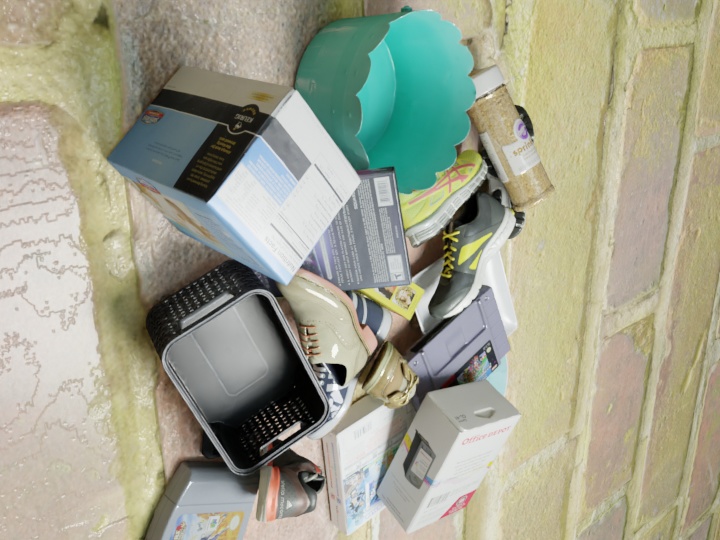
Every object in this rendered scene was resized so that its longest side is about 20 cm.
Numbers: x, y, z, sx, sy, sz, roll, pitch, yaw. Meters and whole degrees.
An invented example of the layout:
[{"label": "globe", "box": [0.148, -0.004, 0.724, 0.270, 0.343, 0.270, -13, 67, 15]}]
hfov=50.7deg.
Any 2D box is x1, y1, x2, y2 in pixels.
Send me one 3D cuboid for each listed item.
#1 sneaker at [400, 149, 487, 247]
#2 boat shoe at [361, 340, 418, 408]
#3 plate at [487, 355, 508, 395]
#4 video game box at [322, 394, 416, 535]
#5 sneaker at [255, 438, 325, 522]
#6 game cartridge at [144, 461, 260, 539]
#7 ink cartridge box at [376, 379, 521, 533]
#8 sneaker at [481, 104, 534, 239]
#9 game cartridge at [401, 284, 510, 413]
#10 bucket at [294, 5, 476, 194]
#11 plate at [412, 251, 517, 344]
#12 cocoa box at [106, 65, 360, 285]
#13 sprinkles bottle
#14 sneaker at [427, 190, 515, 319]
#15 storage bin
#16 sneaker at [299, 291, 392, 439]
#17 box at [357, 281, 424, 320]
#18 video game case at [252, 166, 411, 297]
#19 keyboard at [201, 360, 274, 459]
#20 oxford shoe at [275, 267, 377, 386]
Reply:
[{"label": "sneaker", "box": [0.107, -0.123, 1.051, 0.091, 0.078, 0.200, 47, 48, -6]}, {"label": "boat shoe", "box": [0.045, 0.147, 1.022, 0.075, 0.066, 0.200, -60, 171, -9]}, {"label": "plate", "box": [0.174, 0.193, 1.267, 0.197, 0.025, 0.205, -10, 105, -38]}, {"label": "video game box", "box": [0.033, 0.270, 1.153, 0.198, 0.046, 0.186, -25, 119, -37]}, {"label": "sneaker", "box": [-0.084, 0.261, 0.932, 0.080, 0.200, 0.079, 5, 94, -6]}, {"label": "game cartridge", "box": [-0.207, 0.339, 0.947, 0.132, 0.041, 0.204, 14, 95, -51]}, {"label": "ink cartridge box", "box": [0.128, 0.270, 1.118, 0.146, 0.086, 0.203, -3, 125, -44]}, {"label": "sneaker", "box": [0.229, -0.153, 1.184, 0.090, 0.076, 0.205, -15, 111, -73]}, {"label": "game cartridge", "box": [0.148, 0.131, 1.158, 0.199, 0.038, 0.131, -38, 117, -26]}, {"label": "bucket", "box": [0.028, -0.205, 0.906, 0.205, 0.134, 0.212, -19, 118, -39]}, {"label": "plate", "box": [0.157, 0.054, 1.191, 0.199, 0.032, 0.203, -34, 119, -30]}, {"label": "cocoa box", "box": [-0.126, -0.098, 0.743, 0.132, 0.198, 0.134, -54, 135, -13]}, {"label": "sprinkles bottle", "box": [0.208, -0.188, 1.087, 0.068, 0.068, 0.203, -34, 102, -30]}, {"label": "sneaker", "box": [0.144, -0.026, 1.103, 0.084, 0.074, 0.202, 37, 76, -25]}, {"label": "storage bin", "box": [-0.136, 0.109, 0.857, 0.134, 0.094, 0.202, -32, 122, -13]}, {"label": "sneaker", "box": [-0.046, 0.117, 1.001, 0.108, 0.070, 0.202, 36, 82, -40]}, {"label": "box", "box": [0.000, 0.000, 1.000, 0.199, 0.075, 0.051, 33, 84, -47]}, {"label": "video game case", "box": [-0.047, -0.039, 0.873, 0.019, 0.195, 0.145, -76, 158, -58]}, {"label": "keyboard", "box": [-0.139, 0.135, 0.935, 0.103, 0.039, 0.205, -8, 111, -42]}, {"label": "oxford shoe", "box": [-0.043, 0.067, 0.879, 0.201, 0.070, 0.075, 51, 60, -42]}]
